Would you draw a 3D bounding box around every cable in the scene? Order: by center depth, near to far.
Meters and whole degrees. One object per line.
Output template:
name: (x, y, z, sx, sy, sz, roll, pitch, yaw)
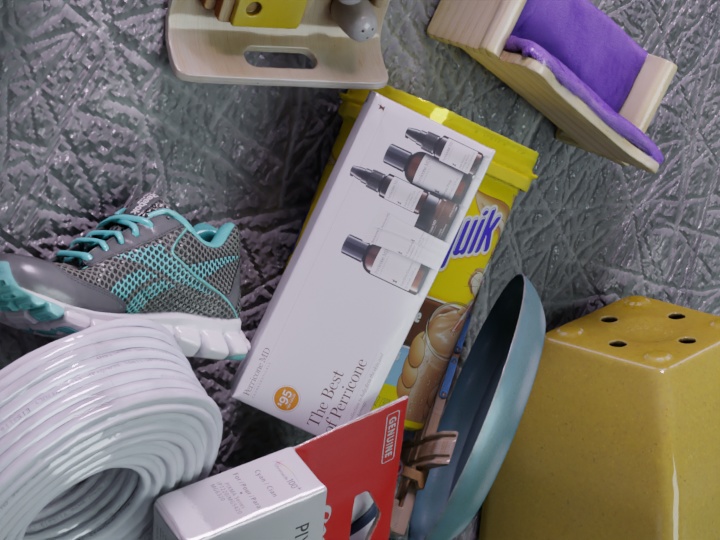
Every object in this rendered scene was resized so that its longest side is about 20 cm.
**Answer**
cable: (-0.167, 0.116, 1.136, 0.199, 0.069, 0.200, -15, 145, -43)

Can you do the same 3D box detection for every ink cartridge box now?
ink cartridge box: (-0.041, 0.186, 1.242, 0.176, 0.045, 0.201, -21, 137, -27)

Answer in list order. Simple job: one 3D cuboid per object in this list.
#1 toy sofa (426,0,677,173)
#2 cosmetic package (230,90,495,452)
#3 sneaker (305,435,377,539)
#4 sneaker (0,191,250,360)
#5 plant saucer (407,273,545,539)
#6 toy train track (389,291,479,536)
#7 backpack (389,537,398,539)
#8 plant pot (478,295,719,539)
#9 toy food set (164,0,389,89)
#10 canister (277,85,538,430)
toy sofa: (0.144, -0.146, 1.404, 0.200, 0.097, 0.083, 31, 84, -49)
cosmetic package: (0.000, 0.000, 1.245, 0.051, 0.082, 0.201, -114, -131, -83)
sneaker: (-0.073, 0.166, 1.299, 0.200, 0.076, 0.081, -38, 145, -19)
sneaker: (-0.138, -0.002, 1.186, 0.200, 0.077, 0.092, 12, 83, -54)
plant saucer: (0.082, 0.099, 1.400, 0.200, 0.027, 0.201, -157, -90, -86)
toy train track: (0.042, 0.082, 1.422, 0.032, 0.115, 0.201, 23, 73, -14)
backpack: (0.033, 0.290, 1.427, 0.183, 0.147, 0.200, -52, 144, -18)
plant pot: (0.213, 0.134, 1.548, 0.195, 0.194, 0.201, -22, 116, -41)
toy food set: (-0.017, -0.188, 1.162, 0.143, 0.061, 0.201, -1, 131, -29)
canister: (0.020, -0.007, 1.338, 0.148, 0.086, 0.201, 18, 94, -50)
